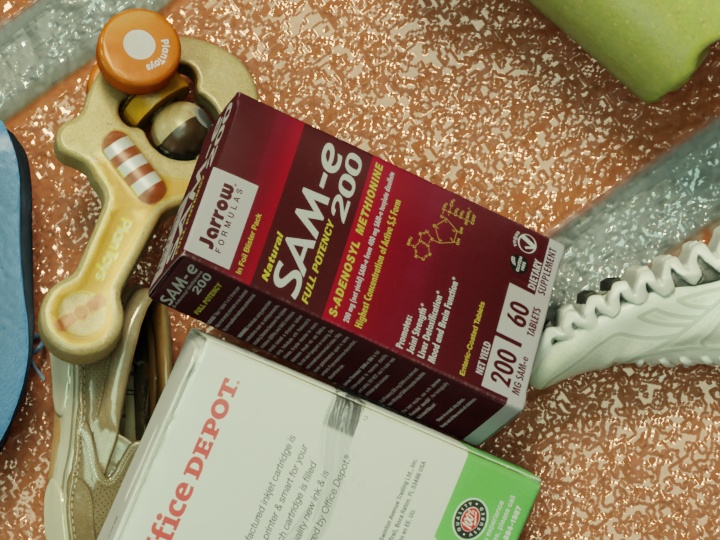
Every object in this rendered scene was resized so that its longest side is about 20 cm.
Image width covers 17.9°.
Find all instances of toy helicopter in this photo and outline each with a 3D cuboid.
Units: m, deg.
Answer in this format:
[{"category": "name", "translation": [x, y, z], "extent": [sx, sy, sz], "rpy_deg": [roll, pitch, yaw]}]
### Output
[{"category": "toy helicopter", "translation": [-0.113, -0.035, 1.256], "extent": [0.132, 0.079, 0.201], "rpy_deg": [25, 69, -4]}]

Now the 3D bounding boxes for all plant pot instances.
[{"category": "plant pot", "translation": [0.141, -0.198, 1.195], "extent": [0.200, 0.200, 0.184], "rpy_deg": [-42, 92, 4]}]

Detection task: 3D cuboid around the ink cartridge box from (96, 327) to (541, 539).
[{"category": "ink cartridge box", "translation": [-0.027, 0.134, 1.214], "extent": [0.199, 0.084, 0.147], "rpy_deg": [24, 89, -11]}]

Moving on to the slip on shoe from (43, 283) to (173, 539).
[{"category": "slip on shoe", "translation": [-0.130, 0.106, 1.267], "extent": [0.060, 0.076, 0.201], "rpy_deg": [-9, 77, 30]}]

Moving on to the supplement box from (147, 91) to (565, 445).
[{"category": "supplement box", "translation": [0.000, 0.000, 1.209], "extent": [0.199, 0.061, 0.109], "rpy_deg": [24, 59, -12]}]

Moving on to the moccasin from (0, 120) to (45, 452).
[{"category": "moccasin", "translation": [-0.209, 0.016, 1.293], "extent": [0.080, 0.068, 0.201], "rpy_deg": [9, 88, 2]}]

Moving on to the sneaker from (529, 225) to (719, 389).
[{"category": "sneaker", "translation": [0.180, 0.025, 1.231], "extent": [0.199, 0.075, 0.081], "rpy_deg": [-25, 91, 7]}]
